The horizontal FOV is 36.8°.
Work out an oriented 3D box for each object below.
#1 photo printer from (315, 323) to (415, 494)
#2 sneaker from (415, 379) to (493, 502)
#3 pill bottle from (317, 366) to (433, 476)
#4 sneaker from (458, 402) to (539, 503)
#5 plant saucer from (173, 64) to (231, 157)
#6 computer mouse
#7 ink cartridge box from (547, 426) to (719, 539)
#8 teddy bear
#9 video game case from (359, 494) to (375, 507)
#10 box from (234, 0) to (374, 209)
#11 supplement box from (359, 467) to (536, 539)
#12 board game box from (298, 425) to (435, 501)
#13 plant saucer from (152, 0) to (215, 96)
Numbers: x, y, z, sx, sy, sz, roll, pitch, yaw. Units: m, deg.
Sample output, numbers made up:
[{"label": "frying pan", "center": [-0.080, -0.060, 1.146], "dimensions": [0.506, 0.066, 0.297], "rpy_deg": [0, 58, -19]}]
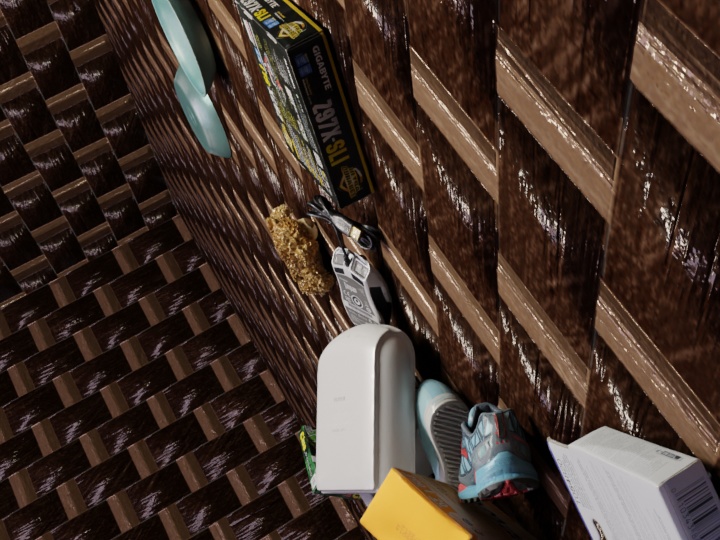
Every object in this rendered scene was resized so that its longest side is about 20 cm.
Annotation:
[{"label": "photo printer", "center": [0.005, 0.167, 1.310], "dimensions": [0.166, 0.068, 0.204], "rpy_deg": [-19, 67, 60]}, {"label": "sneaker", "center": [0.111, 0.214, 1.291], "dimensions": [0.082, 0.073, 0.203], "rpy_deg": [-122, 18, -59]}, {"label": "pill bottle", "center": [0.030, 0.183, 1.441], "dimensions": [0.200, 0.115, 0.117], "rpy_deg": [51, 164, 47]}, {"label": "sneaker", "center": [0.141, 0.185, 1.113], "dimensions": [0.200, 0.078, 0.097], "rpy_deg": [105, 158, -75]}, {"label": "plant saucer", "center": [-0.305, -0.297, 2.043], "dimensions": [0.202, 0.036, 0.201], "rpy_deg": [59, 169, 19]}, {"label": "computer mouse", "center": [0.000, 0.000, 1.322], "dimensions": [0.109, 0.044, 0.202], "rpy_deg": [26, 147, 37]}, {"label": "ink cartridge box", "center": [0.230, 0.217, 0.808], "dimensions": [0.202, 0.040, 0.200], "rpy_deg": [64, 169, -7]}, {"label": "teddy bear", "center": [-0.086, -0.030, 1.640], "dimensions": [0.201, 0.066, 0.146], "rpy_deg": [67, 179, -54]}, {"label": "video game case", "center": [0.106, 0.324, 1.348], "dimensions": [0.200, 0.180, 0.022], "rpy_deg": [47, 119, 53]}, {"label": "box", "center": [-0.060, -0.187, 1.164], "dimensions": [0.160, 0.049, 0.202], "rpy_deg": [52, 165, 52]}, {"label": "supplement box", "center": [0.108, 0.290, 1.168], "dimensions": [0.126, 0.074, 0.199], "rpy_deg": [35, -176, 39]}, {"label": "board game box", "center": [0.016, 0.267, 1.442], "dimensions": [0.024, 0.197, 0.106], "rpy_deg": [-57, 32, 30]}, {"label": "plant saucer", "center": [-0.273, -0.372, 1.689], "dimensions": [0.202, 0.036, 0.201], "rpy_deg": [59, 168, 21]}]
